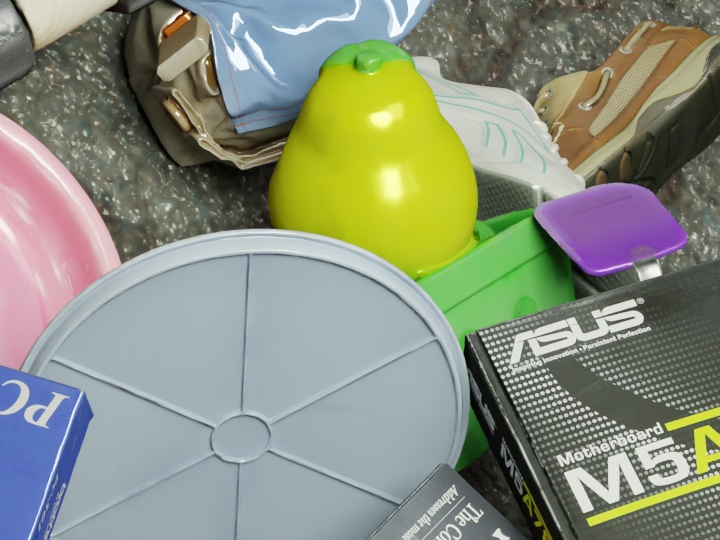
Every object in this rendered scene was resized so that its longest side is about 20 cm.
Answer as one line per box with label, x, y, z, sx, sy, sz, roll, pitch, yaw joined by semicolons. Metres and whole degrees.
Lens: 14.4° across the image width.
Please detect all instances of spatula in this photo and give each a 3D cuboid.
spatula;0.143;0.029;1.277;0.056;0.021;0.200;-18;55;-14

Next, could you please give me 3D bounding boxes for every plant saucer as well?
plant saucer;-0.197;0.013;1.250;0.200;0.051;0.201;19;54;-28

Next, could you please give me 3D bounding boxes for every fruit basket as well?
fruit basket;0.000;0.000;1.332;0.215;0.155;0.216;15;68;-40

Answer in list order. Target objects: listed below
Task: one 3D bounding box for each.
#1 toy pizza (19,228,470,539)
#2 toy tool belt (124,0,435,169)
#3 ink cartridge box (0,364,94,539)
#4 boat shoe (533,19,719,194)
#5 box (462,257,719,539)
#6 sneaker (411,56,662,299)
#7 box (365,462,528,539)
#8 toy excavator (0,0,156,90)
toy pizza;-0.053;0.062;1.214;0.200;0.200;0.032;22;27;-25
toy tool belt;-0.019;-0.133;1.377;0.200;0.123;0.125;-33;87;-13
ink cartridge box;-0.216;0.066;1.131;0.199;0.044;0.094;17;73;5
boat shoe;0.128;-0.069;1.540;0.074;0.076;0.200;30;51;26
box;0.168;0.083;1.194;0.199;0.048;0.194;-15;58;-13
sneaker;0.076;-0.051;1.437;0.200;0.071;0.080;34;47;20
box;0.031;0.209;1.144;0.182;0.104;0.200;43;38;5
toy excavator;-0.198;-0.194;1.320;0.100;0.194;0.201;-31;109;-22
